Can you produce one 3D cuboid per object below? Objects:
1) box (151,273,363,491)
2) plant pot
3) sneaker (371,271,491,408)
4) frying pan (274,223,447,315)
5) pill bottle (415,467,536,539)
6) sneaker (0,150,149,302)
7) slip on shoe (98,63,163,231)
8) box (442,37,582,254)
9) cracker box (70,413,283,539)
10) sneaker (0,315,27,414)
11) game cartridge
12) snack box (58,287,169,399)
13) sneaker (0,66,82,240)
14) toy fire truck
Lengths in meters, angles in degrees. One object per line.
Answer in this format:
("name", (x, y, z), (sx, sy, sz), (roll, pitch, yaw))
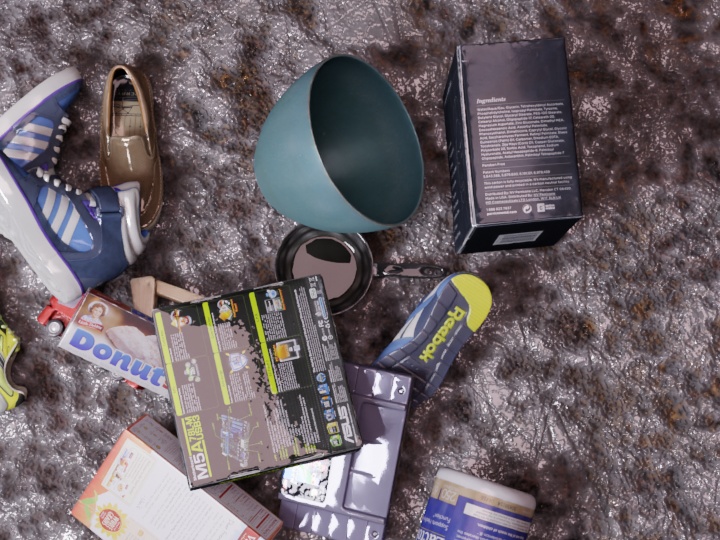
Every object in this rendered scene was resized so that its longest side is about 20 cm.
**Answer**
("box", (-0.113, 0.120, 1.437), (0.193, 0.048, 0.200), (-13, 79, -9))
("plant pot", (-0.041, -0.127, 1.498), (0.135, 0.200, 0.200), (-19, 80, 36))
("sneaker", (0.078, 0.081, 1.514), (0.074, 0.082, 0.200), (40, 104, -8))
("frying pan", (-0.007, -0.016, 1.545), (0.190, 0.031, 0.115), (-19, 82, -5))
("pill bottle", (0.111, 0.326, 1.454), (0.116, 0.116, 0.200), (18, 83, 3))
("sneaker", (-0.323, -0.079, 1.483), (0.146, 0.081, 0.200), (-38, 105, -26))
("slip on shoe", (-0.270, -0.143, 1.552), (0.076, 0.061, 0.200), (0, 82, 1))
("box", (0.163, -0.132, 1.473), (0.124, 0.200, 0.197), (-6, 83, -2))
("cracker box", (-0.204, 0.274, 1.471), (0.200, 0.058, 0.134), (38, 111, 6))
("sneaker", (-0.432, 0.070, 1.527), (0.076, 0.075, 0.200), (-9, 93, -8))
("game cartridge", (-0.019, 0.202, 1.487), (0.130, 0.038, 0.200), (11, 94, 9))
("snack box", (-0.229, 0.095, 1.478), (0.200, 0.024, 0.072), (28, 100, -15))
("sneaker", (-0.366, -0.125, 1.553), (0.200, 0.081, 0.146), (-44, 101, -17))
("toy fire truck", (-0.255, 0.059, 1.530), (0.200, 0.049, 0.141), (34, 84, 6))
